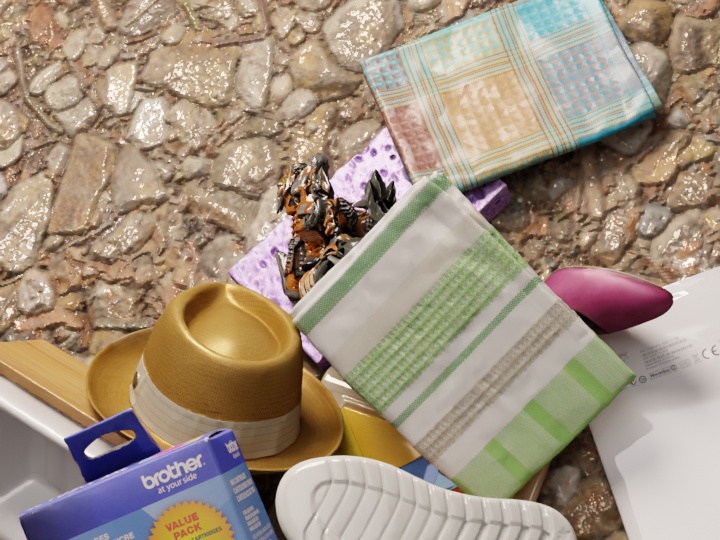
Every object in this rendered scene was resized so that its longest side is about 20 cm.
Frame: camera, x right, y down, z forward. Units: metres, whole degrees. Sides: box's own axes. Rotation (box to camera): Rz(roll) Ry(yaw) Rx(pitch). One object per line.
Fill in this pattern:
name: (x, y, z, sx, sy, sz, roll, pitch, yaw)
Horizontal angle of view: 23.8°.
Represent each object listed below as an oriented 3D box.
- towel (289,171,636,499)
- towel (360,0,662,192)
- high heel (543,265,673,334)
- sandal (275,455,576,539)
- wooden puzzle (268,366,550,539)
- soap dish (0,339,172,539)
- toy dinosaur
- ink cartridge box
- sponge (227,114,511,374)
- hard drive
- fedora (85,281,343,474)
towel: (0.069, 0.051, 1.169, 0.200, 0.031, 0.149, 45, 104, -1)
towel: (0.114, -0.141, 1.313, 0.199, 0.022, 0.147, -21, 59, -3)
high heel: (0.126, 0.054, 1.200, 0.199, 0.067, 0.097, -8, 59, 42)
sandal: (0.041, 0.179, 1.131, 0.202, 0.050, 0.083, 13, 70, 3)
wooden puzzle: (0.023, 0.177, 1.219, 0.184, 0.037, 0.201, 17, 73, 22)
soap dish: (-0.194, 0.150, 1.231, 0.199, 0.158, 0.081, 28, 41, 24)
toy dinosaur: (0.000, 0.000, 1.250, 0.135, 0.102, 0.201, -33, 80, 28)
ink cartridge box: (-0.123, 0.188, 1.078, 0.136, 0.076, 0.201, -23, 85, 6)
sponge: (0.007, -0.026, 1.312, 0.200, 0.030, 0.112, -43, 64, -5)
hard drive: (0.230, 0.108, 1.195, 0.131, 0.025, 0.201, -20, 64, 7)
fedora: (-0.095, 0.065, 1.197, 0.200, 0.200, 0.082, 25, 114, 23)
